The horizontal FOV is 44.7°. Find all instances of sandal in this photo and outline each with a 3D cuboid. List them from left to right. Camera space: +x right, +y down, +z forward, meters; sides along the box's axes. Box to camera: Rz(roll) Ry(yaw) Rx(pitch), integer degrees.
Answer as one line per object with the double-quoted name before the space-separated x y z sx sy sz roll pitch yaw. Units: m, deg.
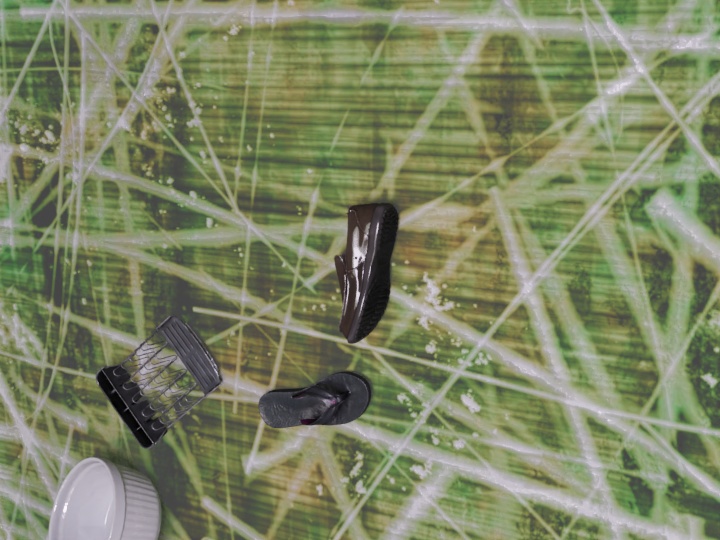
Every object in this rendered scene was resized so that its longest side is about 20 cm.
"sandal" -0.072 0.203 1.293 0.200 0.048 0.076 -18 95 30

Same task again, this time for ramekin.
"ramekin" -0.420 0.419 1.455 0.200 0.105 0.201 -20 59 38

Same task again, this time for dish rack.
"dish rack" -0.320 0.175 1.408 0.200 0.055 0.154 -40 85 29

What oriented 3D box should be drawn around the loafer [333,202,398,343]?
"loafer" 0.000 0.000 1.196 0.071 0.073 0.201 18 103 27
